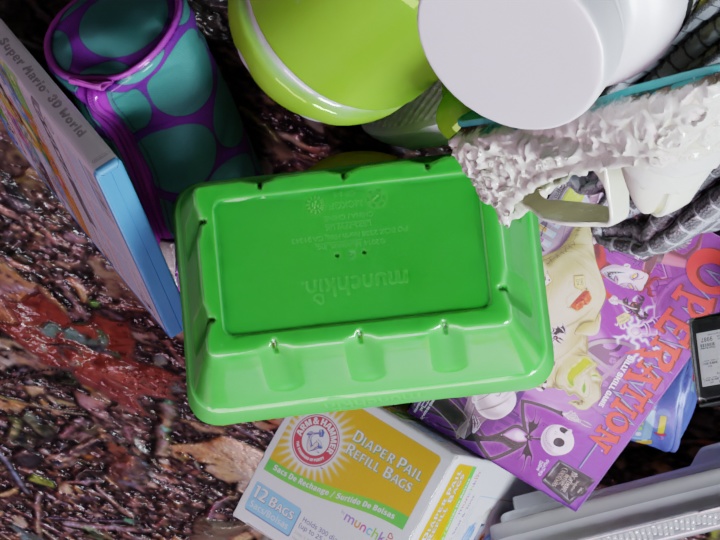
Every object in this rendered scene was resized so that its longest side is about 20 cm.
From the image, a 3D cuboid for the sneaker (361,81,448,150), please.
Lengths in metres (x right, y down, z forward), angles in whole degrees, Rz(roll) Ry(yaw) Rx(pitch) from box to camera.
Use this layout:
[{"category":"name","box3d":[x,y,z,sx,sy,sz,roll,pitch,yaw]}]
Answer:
[{"category":"sneaker","box3d":[0.090,-0.089,1.282,0.199,0.074,0.082,-10,142,42]}]

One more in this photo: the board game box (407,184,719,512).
[{"category":"board game box","box3d":[0.125,0.033,1.389,0.120,0.032,0.200,28,119,-6]}]

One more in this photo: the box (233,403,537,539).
[{"category":"box","box3d":[0.023,0.137,1.497,0.112,0.102,0.200,30,-177,21]}]

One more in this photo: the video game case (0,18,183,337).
[{"category":"video game case","box3d":[-0.166,-0.067,1.363,0.200,0.018,0.143,47,165,38]}]

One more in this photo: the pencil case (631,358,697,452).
[{"category":"pencil case","box3d":[0.105,0.053,1.466,0.199,0.078,0.087,12,-173,8]}]

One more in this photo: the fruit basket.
[{"category":"fruit basket","box3d":[0.000,0.000,1.335,0.214,0.156,0.216,-6,169,-1]}]

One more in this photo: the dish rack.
[{"category":"dish rack","box3d":[0.182,0.145,1.510,0.199,0.044,0.172,-17,168,19]}]

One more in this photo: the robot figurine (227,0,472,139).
[{"category":"robot figurine","box3d":[0.011,-0.146,1.198,0.175,0.116,0.200,44,142,-9]}]

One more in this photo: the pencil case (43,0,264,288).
[{"category":"pencil case","box3d":[-0.110,-0.071,1.379,0.085,0.093,0.200,8,143,24]}]

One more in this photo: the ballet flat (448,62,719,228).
[{"category":"ballet flat","box3d":[0.118,-0.054,1.092,0.072,0.072,0.200,37,158,-26]}]

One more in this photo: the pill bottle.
[{"category":"pill bottle","box3d":[0.104,-0.151,1.059,0.112,0.200,0.113,18,135,19]}]

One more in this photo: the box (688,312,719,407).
[{"category":"box","box3d":[0.301,0.035,1.310,0.199,0.050,0.157,-13,169,36]}]

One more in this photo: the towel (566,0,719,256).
[{"category":"towel","box3d":[0.211,-0.087,1.150,0.200,0.165,0.086,-42,70,48]}]
